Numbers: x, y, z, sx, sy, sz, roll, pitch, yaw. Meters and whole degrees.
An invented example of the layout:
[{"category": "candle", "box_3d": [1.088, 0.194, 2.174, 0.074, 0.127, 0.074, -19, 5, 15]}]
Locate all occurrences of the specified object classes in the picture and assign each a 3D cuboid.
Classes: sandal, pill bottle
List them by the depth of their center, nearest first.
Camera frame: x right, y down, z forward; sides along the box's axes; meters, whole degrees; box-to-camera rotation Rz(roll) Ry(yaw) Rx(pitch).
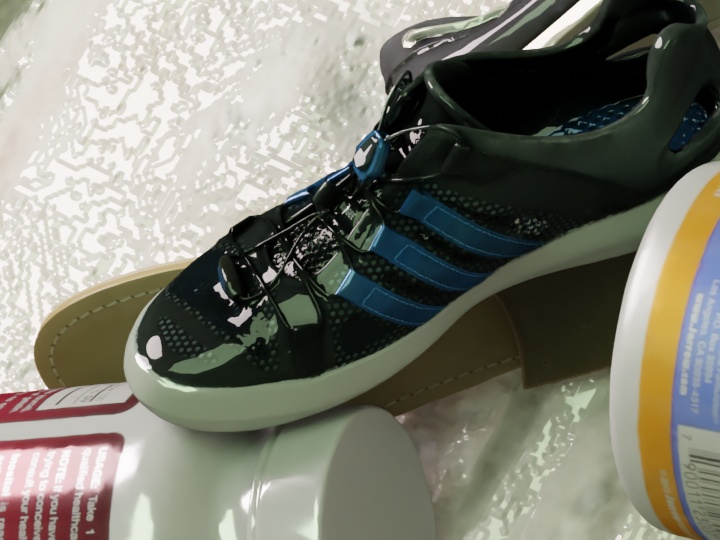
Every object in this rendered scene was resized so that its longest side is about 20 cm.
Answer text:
[{"category": "pill bottle", "box_3d": [0.178, 0.035, 0.738, 0.199, 0.112, 0.113, 9, 72, 30]}, {"category": "pill bottle", "box_3d": [-0.083, 0.093, 0.847, 0.199, 0.113, 0.114, -6, 66, 25]}, {"category": "sandal", "box_3d": [0.002, 0.005, 0.885, 0.210, 0.078, 0.070, -9, 32, 16]}]

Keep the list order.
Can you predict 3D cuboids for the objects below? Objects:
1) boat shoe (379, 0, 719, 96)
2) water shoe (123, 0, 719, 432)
[{"category": "boat shoe", "box_3d": [0.088, -0.106, 0.872, 0.200, 0.073, 0.063, -39, 59, 13]}, {"category": "water shoe", "box_3d": [0.014, -0.026, 0.794, 0.199, 0.079, 0.072, -26, 44, -8]}]
